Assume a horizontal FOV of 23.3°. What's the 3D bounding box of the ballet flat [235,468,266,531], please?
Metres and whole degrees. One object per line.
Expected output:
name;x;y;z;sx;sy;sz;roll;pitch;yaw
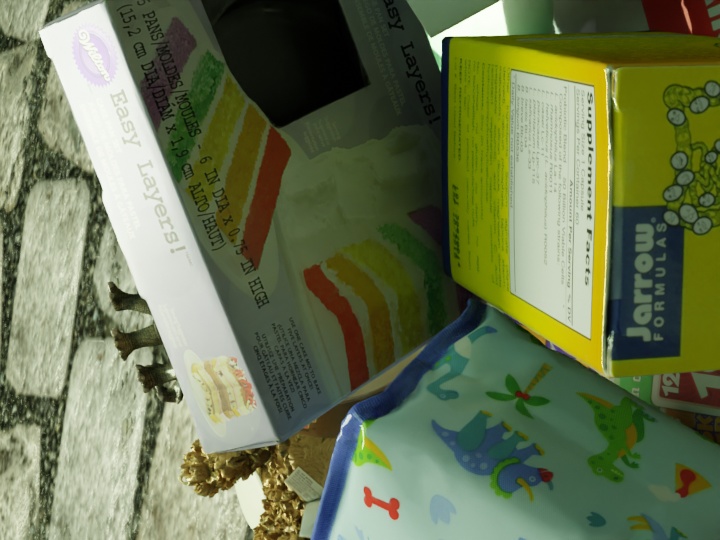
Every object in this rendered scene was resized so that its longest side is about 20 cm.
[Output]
ballet flat;-0.042;0.081;0.971;0.069;0.063;0.202;-41;50;46

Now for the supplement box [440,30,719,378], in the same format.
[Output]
supplement box;0.110;-0.035;0.693;0.200;0.108;0.110;-142;50;-73

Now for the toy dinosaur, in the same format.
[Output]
toy dinosaur;-0.098;0.037;1.115;0.077;0.101;0.201;-103;-10;-64

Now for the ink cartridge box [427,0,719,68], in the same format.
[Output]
ink cartridge box;0.118;-0.104;0.821;0.199;0.050;0.163;-18;86;51

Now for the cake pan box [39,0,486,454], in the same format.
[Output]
cake pan box;-0.029;-0.049;0.763;0.052;0.184;0.202;-14;100;41

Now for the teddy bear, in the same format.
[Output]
teddy bear;-0.014;0.108;0.892;0.067;0.144;0.201;75;171;-60

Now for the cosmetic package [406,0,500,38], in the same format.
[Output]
cosmetic package;0.079;-0.203;0.806;0.150;0.052;0.201;-28;30;16

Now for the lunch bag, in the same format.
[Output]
lunch bag;0.066;0.145;0.737;0.169;0.127;0.201;33;135;20

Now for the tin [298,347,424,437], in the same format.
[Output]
tin;0.000;0.000;0.892;0.042;0.111;0.201;85;-153;-47

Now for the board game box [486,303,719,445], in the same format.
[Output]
board game box;0.109;0.052;0.804;0.199;0.030;0.096;30;108;46
